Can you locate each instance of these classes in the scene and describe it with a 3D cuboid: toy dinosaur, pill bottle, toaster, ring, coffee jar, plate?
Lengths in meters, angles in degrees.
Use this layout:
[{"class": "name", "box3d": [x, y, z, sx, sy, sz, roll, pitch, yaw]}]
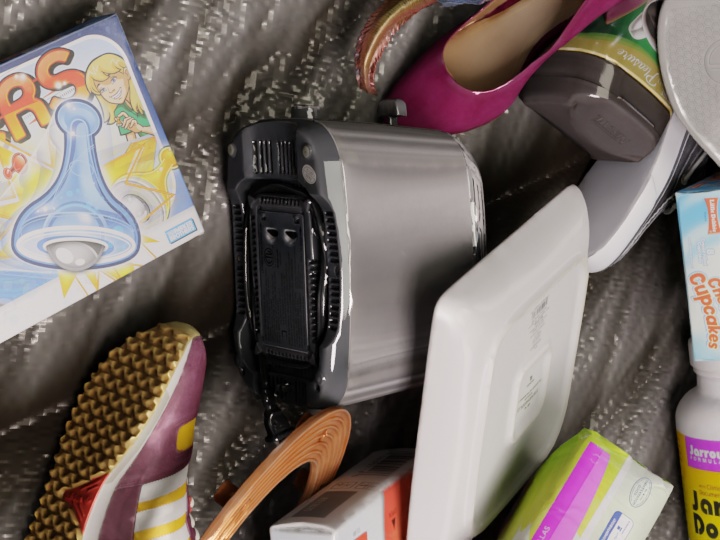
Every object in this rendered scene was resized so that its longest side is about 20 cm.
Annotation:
[{"class": "toy dinosaur", "box3d": [0.069, -0.227, 1.021, 0.105, 0.200, 0.182, 50, 26, -5]}, {"class": "pill bottle", "box3d": [0.283, 0.144, 1.171, 0.104, 0.104, 0.202, -14, 99, -33]}, {"class": "toaster", "box3d": [0.000, 0.000, 0.967, 0.129, 0.113, 0.202, -7, 97, -36]}, {"class": "ring", "box3d": [-0.070, 0.157, 0.907, 0.019, 0.201, 0.201, 33, 68, 13]}, {"class": "coffee jar", "box3d": [0.181, -0.178, 1.096, 0.104, 0.085, 0.201, 32, 74, -39]}, {"class": "plate", "box3d": [0.092, 0.070, 0.994, 0.199, 0.032, 0.201, -36, 138, -52]}]

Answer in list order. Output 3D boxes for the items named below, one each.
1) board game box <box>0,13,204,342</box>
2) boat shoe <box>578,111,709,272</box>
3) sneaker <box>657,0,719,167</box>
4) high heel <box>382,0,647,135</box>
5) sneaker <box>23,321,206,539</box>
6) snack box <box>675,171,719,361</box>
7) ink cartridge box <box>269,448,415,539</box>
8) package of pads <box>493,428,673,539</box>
[{"class": "board game box", "box3d": [-0.194, -0.039, 0.878, 0.199, 0.034, 0.136, -31, 109, -29]}, {"class": "boat shoe", "box3d": [0.209, -0.071, 1.135, 0.068, 0.072, 0.201, 43, 62, -26]}, {"class": "sneaker", "box3d": [0.264, -0.108, 1.083, 0.201, 0.070, 0.099, 57, 28, -7]}, {"class": "high heel", "box3d": [0.093, -0.155, 0.999, 0.199, 0.096, 0.068, -35, 70, 0]}, {"class": "sneaker", "box3d": [-0.125, 0.129, 0.918, 0.090, 0.075, 0.201, 30, 82, -40]}, {"class": "snack box", "box3d": [0.278, -0.016, 1.154, 0.200, 0.037, 0.117, -22, 106, -57]}, {"class": "ink cartridge box", "box3d": [0.007, 0.224, 0.973, 0.162, 0.050, 0.202, -23, 107, -65]}, {"class": "package of pads", "box3d": [0.111, 0.188, 1.007, 0.068, 0.200, 0.155, 33, 72, 5]}]
